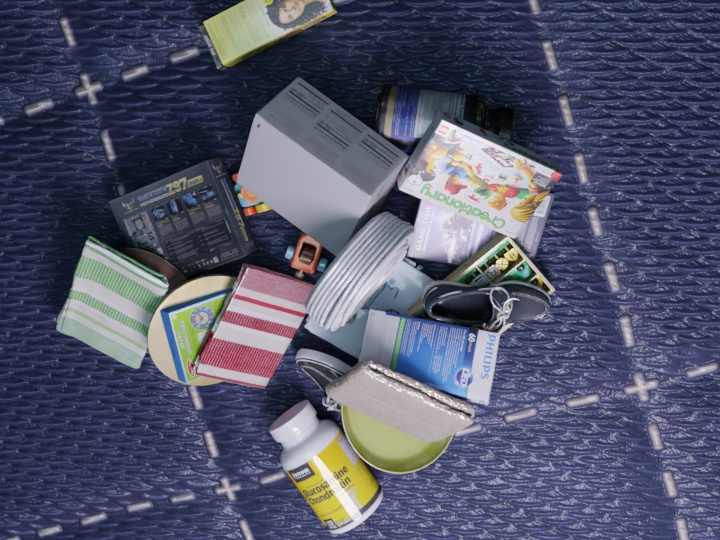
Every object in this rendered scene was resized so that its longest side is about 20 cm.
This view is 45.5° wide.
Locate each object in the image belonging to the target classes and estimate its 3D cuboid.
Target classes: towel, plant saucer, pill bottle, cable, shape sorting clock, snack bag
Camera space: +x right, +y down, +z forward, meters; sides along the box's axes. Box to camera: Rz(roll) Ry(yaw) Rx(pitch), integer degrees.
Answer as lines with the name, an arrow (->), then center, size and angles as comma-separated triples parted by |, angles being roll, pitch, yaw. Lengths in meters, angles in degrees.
towel -> -0.167, 0.091, 1.367 | 0.144, 0.023, 0.201 | 19, 106, -37
plant saucer -> -0.356, 0.058, 1.376 | 0.199, 0.032, 0.201 | 7, 124, 11
plant saucer -> 0.059, 0.216, 1.351 | 0.199, 0.031, 0.201 | 2, 83, -20
pill bottle -> 0.122, -0.208, 1.268 | 0.199, 0.112, 0.113 | 8, 102, 4
cable -> 0.000, 0.000, 1.253 | 0.069, 0.200, 0.200 | 40, 108, 5
shape sorting clock -> -0.240, 0.096, 1.365 | 0.199, 0.039, 0.201 | -14, 122, -24
snack bag -> 0.039, 0.063, 1.377 | 0.199, 0.021, 0.189 | 31, 103, -4
towel -> -0.391, 0.055, 1.351 | 0.152, 0.023, 0.201 | 28, 124, -4
towel -> 0.060, 0.193, 1.266 | 0.199, 0.035, 0.132 | 27, 146, -15
pill bottle -> -0.060, 0.315, 1.391 | 0.112, 0.112, 0.201 | -34, 96, 11

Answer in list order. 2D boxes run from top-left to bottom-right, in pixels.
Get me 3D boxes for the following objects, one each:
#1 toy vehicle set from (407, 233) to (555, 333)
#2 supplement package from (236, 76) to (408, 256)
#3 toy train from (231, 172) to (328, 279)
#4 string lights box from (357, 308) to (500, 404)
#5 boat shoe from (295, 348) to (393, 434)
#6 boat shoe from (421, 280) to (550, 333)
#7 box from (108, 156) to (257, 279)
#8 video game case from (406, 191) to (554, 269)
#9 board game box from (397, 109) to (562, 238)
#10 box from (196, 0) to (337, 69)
toy vehicle set -> 0.186, 0.046, 1.334 | 0.200, 0.027, 0.124 | -41, 111, 14
supplement package -> -0.060, -0.148, 1.252 | 0.200, 0.111, 0.156 | 37, 143, 6
toy train -> -0.132, -0.076, 1.349 | 0.199, 0.056, 0.151 | 25, 102, 0
string lights box -> 0.102, 0.129, 1.285 | 0.199, 0.059, 0.103 | 11, 76, 10
boat shoe -> -0.026, 0.200, 1.378 | 0.199, 0.074, 0.068 | 34, 64, -9
boat shoe -> 0.192, 0.053, 1.288 | 0.199, 0.062, 0.075 | 8, 114, -7
box -> -0.279, -0.072, 1.347 | 0.199, 0.051, 0.159 | -19, 99, 23
video game case -> 0.180, -0.070, 1.305 | 0.199, 0.019, 0.144 | 10, 113, -7
board game box -> 0.169, -0.135, 1.226 | 0.199, 0.035, 0.127 | 21, 125, -16
box -> -0.140, -0.379, 1.293 | 0.199, 0.050, 0.076 | -25, 98, 11
